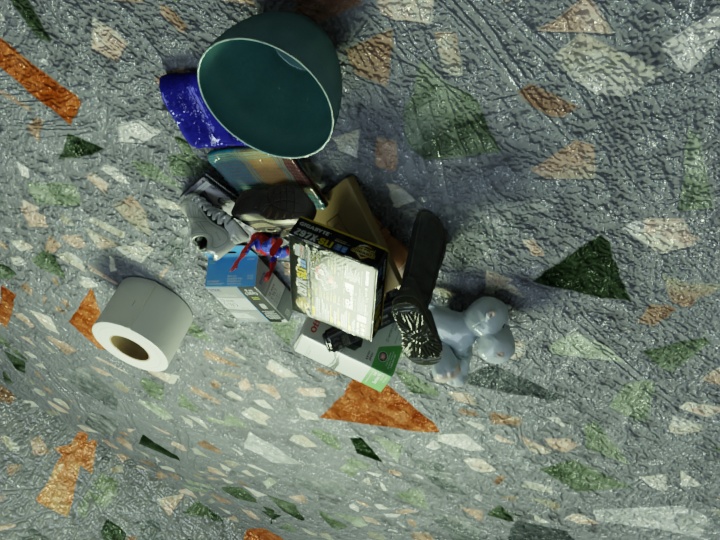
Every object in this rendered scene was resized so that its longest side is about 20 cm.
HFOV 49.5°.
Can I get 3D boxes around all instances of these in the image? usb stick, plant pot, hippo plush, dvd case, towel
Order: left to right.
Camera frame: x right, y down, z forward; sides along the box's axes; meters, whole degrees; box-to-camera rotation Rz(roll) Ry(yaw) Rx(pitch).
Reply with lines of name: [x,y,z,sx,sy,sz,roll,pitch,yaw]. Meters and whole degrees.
towel: [-0.220,-0.255,1.254,0.198,0.050,0.148,1,141,30]
dvd case: [-0.241,-0.100,1.486,0.199,0.016,0.148,38,155,-19]
towel: [-0.163,-0.158,1.354,0.198,0.022,0.147,4,142,40]
plant pot: [-0.106,-0.275,1.078,0.198,0.136,0.201,16,145,12]
usb stick: [0.022,0.095,1.485,0.033,0.198,0.056,54,166,43]
hippo plush: [0.206,0.105,1.439,0.159,0.159,0.202,-18,88,23]

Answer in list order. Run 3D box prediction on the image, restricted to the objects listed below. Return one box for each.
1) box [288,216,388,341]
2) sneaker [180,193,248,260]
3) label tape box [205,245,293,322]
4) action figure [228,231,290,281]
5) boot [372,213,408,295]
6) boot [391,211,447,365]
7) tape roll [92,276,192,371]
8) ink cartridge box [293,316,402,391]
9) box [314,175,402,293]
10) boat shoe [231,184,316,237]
box: [-0.038,0.018,1.294,0.158,0.050,0.201,22,142,16]
sneaker: [-0.285,-0.081,1.422,0.199,0.081,0.075,30,165,48]
label tape box: [-0.245,0.030,1.633,0.142,0.067,0.200,-1,146,33]
action figure: [-0.174,-0.018,1.406,0.065,0.100,0.200,31,178,-21]
boot: [0.000,0.000,1.409,0.199,0.077,0.156,-30,108,35]
boot: [0.108,0.031,1.305,0.072,0.201,0.183,-3,134,15]
tape roll: [-0.526,0.132,1.892,0.201,0.140,0.204,17,147,11]
ink cartridge box: [-0.015,0.127,1.563,0.198,0.148,0.083,25,147,-3]
box: [-0.019,-0.041,1.348,0.163,0.021,0.202,-30,82,50]
boat shoe: [-0.138,-0.100,1.345,0.199,0.075,0.073,11,158,46]
